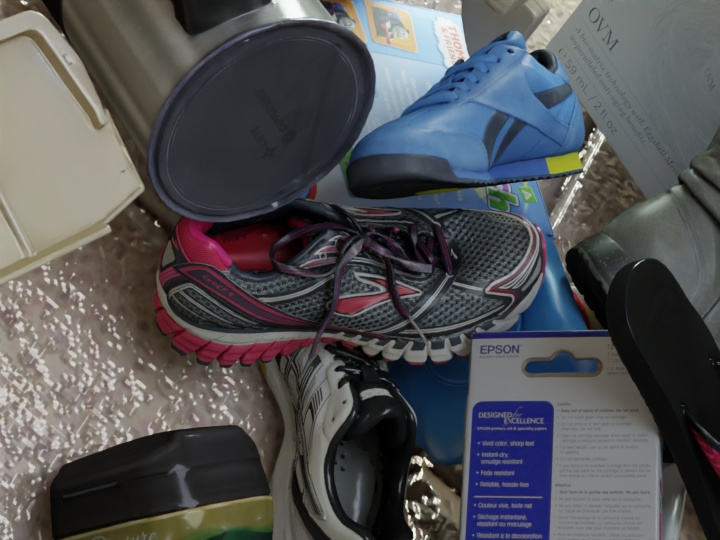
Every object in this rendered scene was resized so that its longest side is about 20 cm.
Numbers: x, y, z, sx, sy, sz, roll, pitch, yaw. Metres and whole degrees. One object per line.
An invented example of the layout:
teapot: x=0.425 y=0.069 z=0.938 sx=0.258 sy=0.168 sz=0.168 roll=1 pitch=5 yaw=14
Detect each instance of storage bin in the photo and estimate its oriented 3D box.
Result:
storage bin: x=-0.220 y=-0.009 z=0.763 sx=0.198 sy=0.199 sz=0.094 roll=-29 pitch=95 yaw=-37

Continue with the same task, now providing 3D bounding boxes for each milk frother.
milk frother: x=-0.130 y=-0.117 z=0.866 sx=0.189 sy=0.199 sz=0.181 roll=54 pitch=0 yaw=35

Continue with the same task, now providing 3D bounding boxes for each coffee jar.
coffee jar: x=-0.080 y=0.175 z=0.868 sx=0.085 sy=0.104 sz=0.202 roll=-2 pitch=78 yaw=-51

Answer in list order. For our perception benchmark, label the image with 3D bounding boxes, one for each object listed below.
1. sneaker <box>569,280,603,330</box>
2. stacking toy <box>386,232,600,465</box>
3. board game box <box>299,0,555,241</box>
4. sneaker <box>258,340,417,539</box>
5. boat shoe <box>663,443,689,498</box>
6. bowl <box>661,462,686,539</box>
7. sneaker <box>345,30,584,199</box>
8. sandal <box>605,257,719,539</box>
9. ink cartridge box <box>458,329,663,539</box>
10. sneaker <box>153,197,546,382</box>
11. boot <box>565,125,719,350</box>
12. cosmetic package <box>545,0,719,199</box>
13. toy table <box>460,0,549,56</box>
sneaker: x=0.177 y=0.008 z=1.124 sx=0.199 sy=0.070 sz=0.100 roll=15 pitch=67 yaw=-38
stacking toy: x=0.111 y=0.085 z=1.041 sx=0.200 sy=0.109 sz=0.117 roll=44 pitch=21 yaw=-42
board game box: x=0.001 y=-0.083 z=1.018 sx=0.198 sy=0.037 sz=0.152 roll=6 pitch=56 yaw=-33
sneaker: x=-0.003 y=0.063 z=0.966 sx=0.075 sy=0.087 sz=0.202 roll=4 pitch=73 yaw=-32
boat shoe: x=0.192 y=0.095 z=1.081 sx=0.066 sy=0.074 sz=0.201 roll=-25 pitch=125 yaw=-14
bowl: x=0.110 y=0.189 z=0.980 sx=0.089 sy=0.202 sz=0.203 roll=11 pitch=64 yaw=12
sneaker: x=0.051 y=-0.078 z=0.944 sx=0.199 sy=0.065 sz=0.079 roll=-13 pitch=98 yaw=-57
sandal: x=0.179 y=0.079 z=0.897 sx=0.201 sy=0.045 sz=0.075 roll=57 pitch=40 yaw=-25
ink cartridge box: x=0.094 y=0.126 z=0.887 sx=0.037 sy=0.094 sz=0.202 roll=60 pitch=32 yaw=-64
sneaker: x=0.000 y=0.000 z=0.923 sx=0.198 sy=0.075 sz=0.081 roll=-7 pitch=54 yaw=-17
boot: x=0.207 y=0.031 z=0.980 sx=0.130 sy=0.068 sz=0.201 roll=-35 pitch=103 yaw=-7
cosmetic package: x=0.244 y=-0.123 z=1.081 sx=0.122 sy=0.200 sz=0.200 roll=-9 pitch=58 yaw=-43
toy table: x=0.081 y=-0.207 z=1.002 sx=0.117 sy=0.200 sz=0.184 roll=44 pitch=51 yaw=8
